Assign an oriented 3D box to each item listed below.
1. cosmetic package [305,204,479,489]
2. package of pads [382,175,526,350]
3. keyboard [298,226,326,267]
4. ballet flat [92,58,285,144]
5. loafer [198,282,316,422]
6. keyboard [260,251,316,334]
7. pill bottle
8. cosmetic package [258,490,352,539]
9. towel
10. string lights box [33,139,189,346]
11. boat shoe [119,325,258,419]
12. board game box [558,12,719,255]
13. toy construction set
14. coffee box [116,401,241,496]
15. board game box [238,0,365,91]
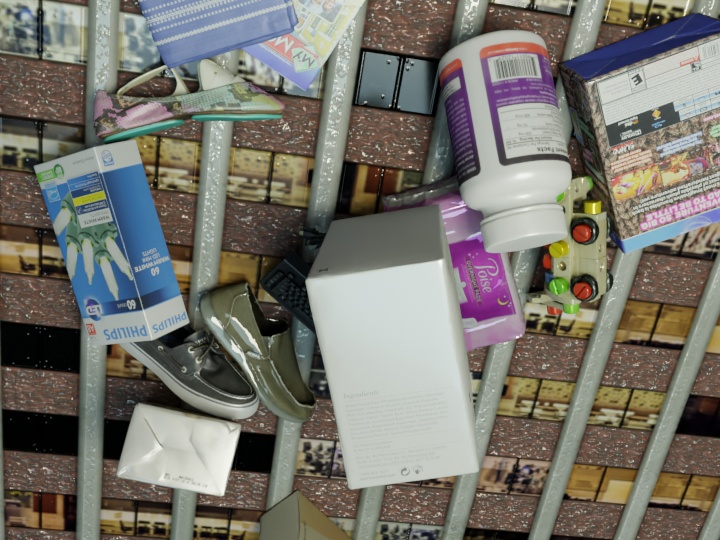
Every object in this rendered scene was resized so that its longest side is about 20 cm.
[{"bbox_3d":[0.036,0.061,0.781,0.122,0.199,0.201,-10,107,8],"label":"cosmetic package"},{"bbox_3d":[0.109,-0.007,0.939,0.120,0.076,0.201,-16,114,8],"label":"package of pads"},{"bbox_3d":[0.000,0.000,0.919,0.199,0.021,0.127,-1,125,27],"label":"keyboard"},{"bbox_3d":[-0.180,-0.179,0.853,0.199,0.069,0.071,-8,96,0],"label":"ballet flat"},{"bbox_3d":[-0.107,0.096,0.972,0.070,0.075,0.200,-33,111,8],"label":"loafer"},{"bbox_3d":[-0.013,0.054,0.931,0.200,0.021,0.127,40,135,-9],"label":"keyboard"},{"bbox_3d":[0.147,-0.124,0.822,0.111,0.111,0.201,-9,81,0],"label":"pill bottle"},{"bbox_3d":[-0.045,0.401,1.103,0.071,0.105,0.200,-38,113,11],"label":"cosmetic package"},{"bbox_3d":[-0.155,-0.307,0.787,0.144,0.024,0.201,-15,113,6],"label":"towel"},{"bbox_3d":[-0.260,-0.027,0.866,0.102,0.059,0.201,-9,101,35],"label":"string lights box"},{"bbox_3d":[-0.194,0.091,0.934,0.200,0.070,0.066,34,122,20],"label":"boat shoe"},{"bbox_3d":[0.321,-0.145,0.879,0.159,0.097,0.201,-19,115,5],"label":"board game box"},{"bbox_3d":[0.215,-0.029,0.916,0.092,0.131,0.201,-36,122,-37],"label":"toy construction set"},{"bbox_3d":[-0.206,0.199,0.941,0.114,0.200,0.080,15,78,-10],"label":"coffee box"},{"bbox_3d":[-0.101,-0.291,0.821,0.200,0.029,0.135,31,108,-16],"label":"board game box"}]
